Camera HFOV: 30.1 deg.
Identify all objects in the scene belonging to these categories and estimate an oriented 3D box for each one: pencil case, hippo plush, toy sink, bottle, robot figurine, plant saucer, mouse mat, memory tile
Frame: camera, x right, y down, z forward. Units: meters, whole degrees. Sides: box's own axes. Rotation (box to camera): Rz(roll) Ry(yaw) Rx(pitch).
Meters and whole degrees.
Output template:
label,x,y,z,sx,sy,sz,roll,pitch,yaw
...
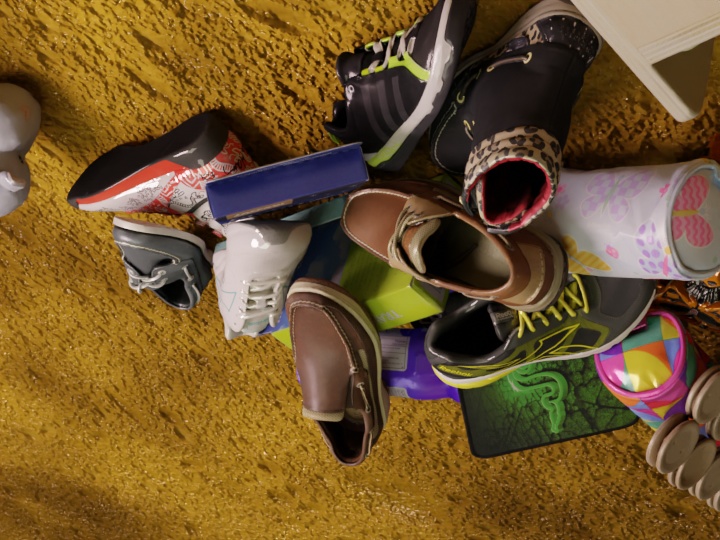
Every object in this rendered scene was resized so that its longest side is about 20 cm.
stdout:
label,x,y,z,sx,sy,sz,roll,pitch,yaw
pencil case,0.183,-0.040,0.997,0.199,0.091,0.083,7,145,53
hippo plush,-0.360,-0.109,1.149,0.159,0.202,0.159,15,168,-7
toy sink,0.187,-0.207,0.777,0.112,0.131,0.200,-19,129,42
pencil case,0.268,0.098,1.145,0.088,0.089,0.200,-3,158,29
bottle,0.044,0.084,1.220,0.198,0.066,0.083,3,178,13
robot figurine,0.284,-0.018,1.050,0.144,0.059,0.201,20,146,5
plant saucer,-0.052,-0.043,1.174,0.199,0.070,0.019,-18,94,48
mouse mat,0.160,0.080,1.164,0.159,0.008,0.201,-13,126,2
memory tile,0.316,0.124,1.130,0.017,0.154,0.200,36,-179,38

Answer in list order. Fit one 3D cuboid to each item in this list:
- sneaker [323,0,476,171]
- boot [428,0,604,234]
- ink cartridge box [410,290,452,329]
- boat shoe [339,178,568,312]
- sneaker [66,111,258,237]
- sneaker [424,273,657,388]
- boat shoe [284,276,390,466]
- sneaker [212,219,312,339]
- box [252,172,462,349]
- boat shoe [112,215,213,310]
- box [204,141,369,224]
label,x,y,z,sx,sy,sz,roll,pitch,yaw
sneaker,0.020,-0.141,1.002,0.082,0.072,0.200,25,145,-5
boot,0.093,-0.089,0.963,0.073,0.155,0.204,29,145,-13
ink cartridge box,0.139,0.037,1.215,0.197,0.044,0.200,-6,137,33
boat shoe,0.059,-0.025,1.002,0.199,0.076,0.074,19,-170,39
sneaker,-0.170,-0.065,1.205,0.200,0.068,0.108,-17,129,38
sneaker,0.141,0.041,1.062,0.199,0.075,0.085,-27,163,13
boat shoe,-0.019,0.093,1.120,0.074,0.075,0.203,3,141,24
sneaker,-0.081,0.007,1.112,0.070,0.081,0.200,1,166,-12
box,0.000,0.000,1.161,0.199,0.123,0.048,-19,132,43
boat shoe,-0.181,-0.004,1.229,0.072,0.062,0.200,14,173,10
box,-0.059,-0.065,1.044,0.120,0.033,0.200,-15,-179,-4
